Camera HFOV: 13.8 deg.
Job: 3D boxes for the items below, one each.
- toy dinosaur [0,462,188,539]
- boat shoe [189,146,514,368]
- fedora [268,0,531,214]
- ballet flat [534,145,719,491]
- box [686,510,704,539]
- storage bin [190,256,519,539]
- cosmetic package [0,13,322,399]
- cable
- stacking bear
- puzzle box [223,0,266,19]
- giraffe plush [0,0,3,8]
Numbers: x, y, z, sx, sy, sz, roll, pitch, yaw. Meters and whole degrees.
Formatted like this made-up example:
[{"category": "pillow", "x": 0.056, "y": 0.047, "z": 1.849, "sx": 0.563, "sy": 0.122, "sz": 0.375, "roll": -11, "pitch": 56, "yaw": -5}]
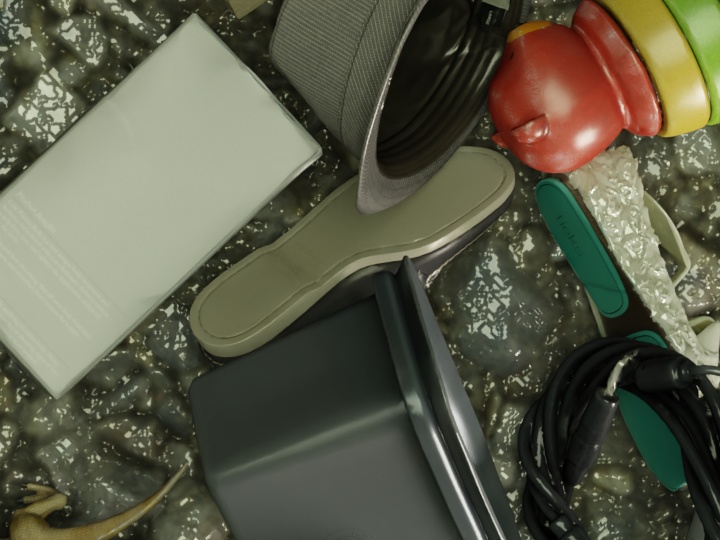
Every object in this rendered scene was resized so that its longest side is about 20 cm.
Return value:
[{"category": "toy dinosaur", "x": -0.177, "y": 0.153, "z": 1.595, "sx": 0.199, "sy": 0.101, "sz": 0.058, "roll": -20, "pitch": 99, "yaw": 0}, {"category": "boat shoe", "x": 0.000, "y": 0.000, "z": 1.645, "sx": 0.200, "sy": 0.073, "sz": 0.063, "roll": -31, "pitch": 137, "yaw": -10}, {"category": "fedora", "x": 0.014, "y": -0.127, "z": 1.582, "sx": 0.090, "sy": 0.200, "sz": 0.177, "roll": 26, "pitch": 122, "yaw": 18}, {"category": "ballet flat", "x": 0.164, "y": 0.020, "z": 1.651, "sx": 0.072, "sy": 0.072, "sz": 0.200, "roll": -23, "pitch": 94, "yaw": -5}, {"category": "box", "x": 0.234, "y": 0.195, "z": 1.670, "sx": 0.122, "sy": 0.048, "sz": 0.201, "roll": 16, "pitch": 90, "yaw": -7}, {"category": "storage bin", "x": -0.003, "y": 0.106, "z": 1.579, "sx": 0.134, "sy": 0.146, "sz": 0.200, "roll": -19, "pitch": 131, "yaw": 4}, {"category": "cosmetic package", "x": -0.127, "y": -0.035, "z": 1.608, "sx": 0.200, "sy": 0.090, "sz": 0.107, "roll": -42, "pitch": 95, "yaw": -6}, {"category": "cable", "x": 0.149, "y": 0.139, "z": 1.612, "sx": 0.051, "sy": 0.163, "sz": 0.201, "roll": -11, "pitch": 101, "yaw": -45}, {"category": "stacking bear", "x": 0.160, "y": -0.124, "z": 1.615, "sx": 0.200, "sy": 0.121, "sz": 0.114, "roll": -29, "pitch": 101, "yaw": -7}, {"category": "puzzle box", "x": -0.064, "y": -0.239, "z": 1.584, "sx": 0.133, "sy": 0.025, "sz": 0.200, "roll": -35, "pitch": 59, "yaw": -5}, {"category": "giraffe plush", "x": -0.228, "y": -0.245, "z": 1.526, "sx": 0.172, "sy": 0.162, "sz": 0.201, "roll": -16, "pitch": 81, "yaw": 13}]
